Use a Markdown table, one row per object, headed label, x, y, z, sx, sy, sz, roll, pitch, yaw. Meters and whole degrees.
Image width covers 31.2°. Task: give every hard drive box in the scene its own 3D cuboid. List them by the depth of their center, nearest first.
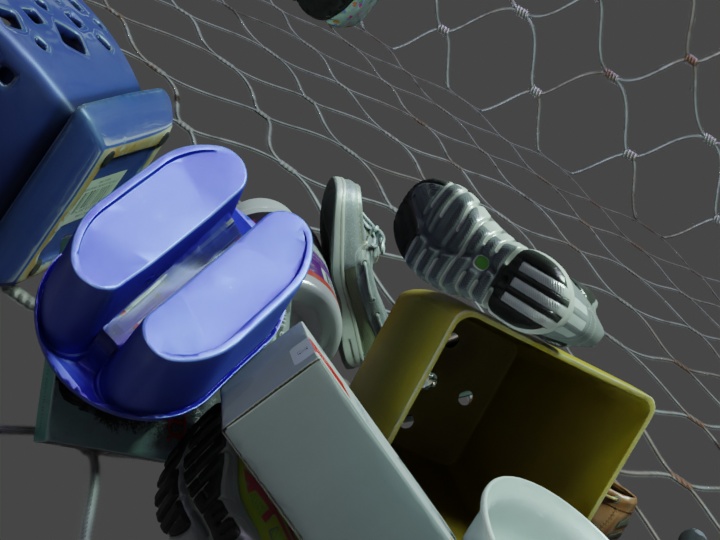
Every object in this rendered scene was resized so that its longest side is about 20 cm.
| label | x | y | z | sx | sy | sz | roll | pitch | yaw |
| --- | --- | --- | --- | --- | --- | --- | --- | --- | --- |
| hard drive box | -0.007 | 0.146 | 0.857 | 0.201 | 0.077 | 0.156 | 55 | -2 | -10 |

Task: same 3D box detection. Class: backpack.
| label | x | y | z | sx | sy | sz | roll | pitch | yaw |
| --- | --- | --- | --- | --- | --- | --- | --- | --- | --- |
| backpack | -0.041 | -0.596 | 2.772 | 0.127 | 0.166 | 0.200 | 54 | 16 | 1 |

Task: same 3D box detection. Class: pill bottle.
| label | x | y | z | sx | sy | sz | roll | pitch | yaw |
| --- | --- | --- | --- | --- | --- | --- | --- | --- | --- |
| pill bottle | -0.084 | 0.011 | 1.182 | 0.111 | 0.112 | 0.200 | 26 | 19 | -21 |

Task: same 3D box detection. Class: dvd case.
| label | x | y | z | sx | sy | sz | roll | pitch | yaw |
| --- | --- | --- | --- | --- | --- | --- | --- | --- | --- |
| dvd case | -0.137 | 0.068 | 0.940 | 0.199 | 0.147 | 0.022 | 19 | -21 | -41 |

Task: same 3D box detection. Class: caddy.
| label | x | y | z | sx | sy | sz | roll | pitch | yaw |
| --- | --- | --- | --- | --- | --- | --- | --- | --- | --- |
| caddy | -0.126 | 0.010 | 0.878 | 0.141 | 0.105 | 0.200 | 45 | 51 | 3 |

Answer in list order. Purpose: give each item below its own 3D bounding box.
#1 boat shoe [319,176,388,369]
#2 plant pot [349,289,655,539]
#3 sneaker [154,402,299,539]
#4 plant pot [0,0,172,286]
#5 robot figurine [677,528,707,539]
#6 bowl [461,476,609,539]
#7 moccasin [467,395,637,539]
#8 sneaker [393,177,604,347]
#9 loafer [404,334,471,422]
| label | x | y | z | sx | sy | sz | roll | pitch | yaw |
| --- | --- | --- | --- | --- | --- | --- | --- | --- | --- |
| boat shoe | 0.000 | 0.002 | 1.222 | 0.064 | 0.204 | 0.075 | -10 | 29 | -6 |
| plant pot | 0.085 | 0.124 | 1.077 | 0.199 | 0.201 | 0.176 | 25 | 10 | -23 |
| sneaker | -0.077 | 0.172 | 0.862 | 0.090 | 0.078 | 0.201 | 31 | 23 | -32 |
| plant pot | -0.277 | -0.111 | 1.039 | 0.179 | 0.200 | 0.200 | 40 | 18 | 2 |
| robot figurine | 0.329 | 0.310 | 1.114 | 0.149 | 0.126 | 0.200 | 20 | 14 | 16 |
| bowl | 0.136 | 0.257 | 0.945 | 0.200 | 0.090 | 0.202 | 36 | 21 | -16 |
| moccasin | 0.183 | 0.179 | 1.255 | 0.073 | 0.078 | 0.201 | 10 | 24 | -46 |
| sneaker | 0.112 | 0.007 | 0.999 | 0.115 | 0.075 | 0.200 | 31 | 9 | -43 |
| loafer | 0.060 | 0.095 | 1.252 | 0.072 | 0.063 | 0.199 | 31 | 23 | 28 |
